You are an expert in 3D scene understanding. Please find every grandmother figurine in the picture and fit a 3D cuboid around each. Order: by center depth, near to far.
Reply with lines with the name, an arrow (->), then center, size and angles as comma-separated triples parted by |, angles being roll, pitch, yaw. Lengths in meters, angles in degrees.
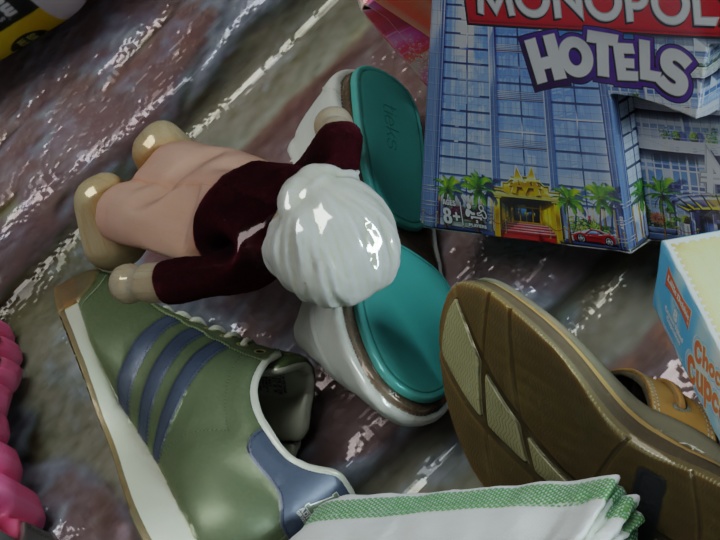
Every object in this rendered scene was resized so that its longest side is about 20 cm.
grandmother figurine -> -0.044, -0.022, 1.025 | 0.121, 0.061, 0.200 | -50, 27, -11

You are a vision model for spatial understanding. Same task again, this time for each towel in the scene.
towel -> -0.004, 0.142, 0.867 | 0.149, 0.031, 0.200 | -9, 27, 39

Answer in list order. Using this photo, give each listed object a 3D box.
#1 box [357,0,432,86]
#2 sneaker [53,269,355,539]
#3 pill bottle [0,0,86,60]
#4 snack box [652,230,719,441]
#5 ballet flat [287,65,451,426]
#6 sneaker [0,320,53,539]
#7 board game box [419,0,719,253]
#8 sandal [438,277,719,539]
box -> 0.042, -0.176, 1.128 | 0.103, 0.095, 0.200 | -30, 45, 13
sneaker -> -0.061, 0.057, 1.058 | 0.090, 0.067, 0.200 | -25, 40, -3
pill bottle -> -0.208, -0.155, 1.278 | 0.200, 0.114, 0.114 | -30, 46, 15
snack box -> 0.186, 0.057, 0.856 | 0.116, 0.037, 0.200 | -10, 45, -11
ballet flat -> 0.000, 0.000, 1.059 | 0.069, 0.069, 0.200 | -25, 43, 19
sneaker -> -0.199, 0.080, 1.135 | 0.095, 0.079, 0.200 | -38, 42, 22
board game box -> 0.103, -0.109, 0.966 | 0.200, 0.200, 0.062 | 7, 26, 39
sandal -> 0.105, 0.071, 0.922 | 0.200, 0.080, 0.054 | 34, 37, 31
